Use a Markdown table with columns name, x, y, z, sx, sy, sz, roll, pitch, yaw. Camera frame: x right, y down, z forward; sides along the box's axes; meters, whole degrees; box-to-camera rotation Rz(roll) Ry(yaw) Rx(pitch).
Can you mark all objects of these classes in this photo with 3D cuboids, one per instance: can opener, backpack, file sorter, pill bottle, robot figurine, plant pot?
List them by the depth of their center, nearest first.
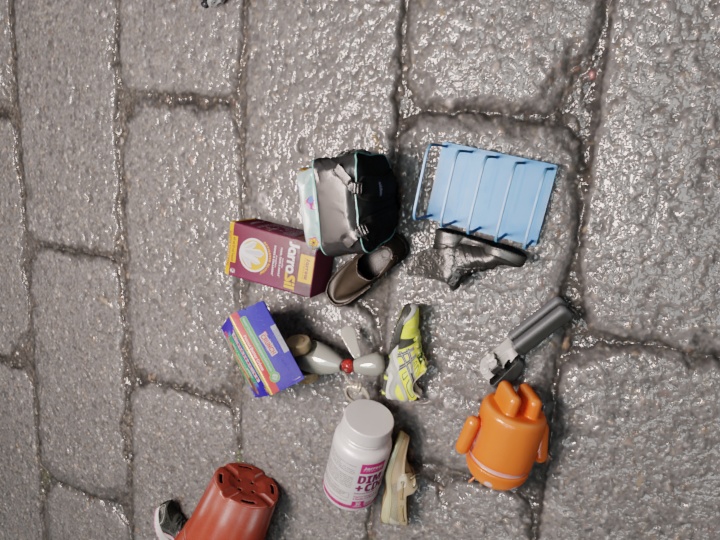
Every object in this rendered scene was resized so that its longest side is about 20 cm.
| name | x | y | z | sx | sy | sz | roll | pitch | yaw |
| --- | --- | --- | --- | --- | --- | --- | --- | --- | --- |
| file sorter | 0.202 | -0.124 | 0.953 | 0.199 | 0.123 | 0.139 | 17 | 106 | 20 |
| can opener | 0.287 | 0.126 | 1.009 | 0.066 | 0.053 | 0.200 | 31 | 117 | -21 |
| backpack | -0.014 | -0.120 | 1.010 | 0.153 | 0.200 | 0.176 | -3 | 103 | 30 |
| robot figurine | 0.254 | 0.296 | 1.011 | 0.116 | 0.144 | 0.201 | 28 | 112 | 38 |
| pill bottle | -0.003 | 0.354 | 1.114 | 0.113 | 0.113 | 0.201 | 23 | 122 | 18 |
| plant pot | -0.281 | 0.544 | 1.262 | 0.200 | 0.201 | 0.196 | 27 | 101 | 17 |

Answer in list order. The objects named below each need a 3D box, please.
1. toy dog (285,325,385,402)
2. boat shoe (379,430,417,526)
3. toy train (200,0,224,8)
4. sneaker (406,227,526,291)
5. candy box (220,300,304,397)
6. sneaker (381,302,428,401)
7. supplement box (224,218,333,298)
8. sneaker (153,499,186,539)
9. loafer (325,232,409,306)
| name | x | y | z | sx | sy | sz | roll | pitch | yaw |
| --- | --- | --- | --- | --- | --- | --- | --- | --- | --- |
| toy dog | -0.047 | 0.169 | 1.142 | 0.199 | 0.096 | 0.132 | 19 | 122 | 6 |
| boat shoe | 0.082 | 0.410 | 1.137 | 0.065 | 0.072 | 0.201 | 10 | 103 | 9 |
| toy train | -0.316 | -0.597 | 1.119 | 0.200 | 0.087 | 0.114 | 45 | 123 | 8 |
| sneaker | 0.184 | -0.009 | 1.020 | 0.199 | 0.060 | 0.105 | 20 | 106 | 25 |
| candy box | -0.201 | 0.162 | 1.149 | 0.170 | 0.077 | 0.200 | 62 | 156 | 3 |
| sneaker | 0.093 | 0.154 | 1.088 | 0.076 | 0.075 | 0.201 | 11 | 113 | 10 |
| supplement box | -0.160 | -0.028 | 1.150 | 0.199 | 0.086 | 0.111 | 15 | 105 | 20 |
| sneaker | -0.426 | 0.645 | 1.408 | 0.086 | 0.080 | 0.201 | -17 | 101 | 13 |
| loafer | 0.000 | 0.000 | 1.092 | 0.200 | 0.071 | 0.073 | -43 | 82 | 24 |
